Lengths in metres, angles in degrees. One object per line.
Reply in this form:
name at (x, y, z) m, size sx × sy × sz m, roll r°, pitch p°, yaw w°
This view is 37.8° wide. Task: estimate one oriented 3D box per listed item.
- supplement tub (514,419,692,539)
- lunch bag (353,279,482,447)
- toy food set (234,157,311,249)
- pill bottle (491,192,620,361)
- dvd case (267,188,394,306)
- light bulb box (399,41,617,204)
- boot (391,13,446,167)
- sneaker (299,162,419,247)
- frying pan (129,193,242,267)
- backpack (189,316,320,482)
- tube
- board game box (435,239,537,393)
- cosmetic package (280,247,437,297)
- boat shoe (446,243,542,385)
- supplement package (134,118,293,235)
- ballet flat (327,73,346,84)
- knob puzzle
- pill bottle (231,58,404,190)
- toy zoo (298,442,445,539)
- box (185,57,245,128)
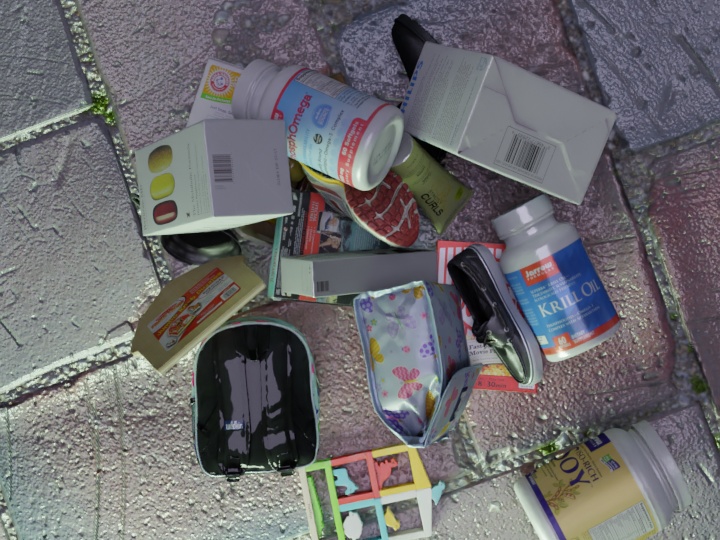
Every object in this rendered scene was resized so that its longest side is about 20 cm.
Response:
supplement tub at (0.321, 0.301, 1.396) m, size 0.198 × 0.145 × 0.147 m, roll -29°, pitch 88°, yaw 2°
lunch bag at (0.082, 0.120, 1.350) m, size 0.126 × 0.169 × 0.203 m, roll -11°, pitch 83°, yaw 19°
toy food set at (-0.089, -0.125, 1.414) m, size 0.060 × 0.143 × 0.202 m, roll 18°, pitch 89°, yaw 33°
pill bottle at (0.249, 0.006, 1.373) m, size 0.111 × 0.112 × 0.202 m, roll -28°, pitch 92°, yaw 2°
dvd case at (-0.029, -0.026, 1.420) m, size 0.198 × 0.022 × 0.148 m, roll 6°, pitch 90°, yaw -33°
light bulb box at (0.177, -0.190, 1.331) m, size 0.196 × 0.200 × 0.126 m, roll 19°, pitch 98°, yaw -24°
boot at (0.068, -0.230, 1.450) m, size 0.162 × 0.073 × 0.199 m, roll -42°, pitch 92°, yaw 1°
sneaker at (0.001, -0.100, 1.348) m, size 0.078 × 0.082 × 0.200 m, roll -40°, pitch 68°, yaw -14°
frying pan at (-0.248, -0.053, 1.430) m, size 0.189 × 0.115 × 0.031 m, roll 26°, pitch 55°, yaw -27°
backpack at (-0.140, 0.163, 1.414) m, size 0.175 × 0.151 × 0.203 m, roll -5°, pitch 97°, yaw -3°
tube at (0.091, -0.117, 1.400) m, size 0.057 × 0.200 × 0.053 m, roll -16°, pitch 61°, yaw 23°
board game box at (0.173, 0.062, 1.454) m, size 0.149 × 0.046 × 0.203 m, roll 3°, pitch 89°, yaw 2°
cosmetic package at (0.000, 0.000, 1.381) m, size 0.198 × 0.082 × 0.051 m, roll -5°, pitch 94°, yaw -35°
boat shoe at (0.172, 0.065, 1.382) m, size 0.066 × 0.070 × 0.202 m, roll -24°, pitch 92°, yaw -27°
supplement package at (-0.181, -0.108, 1.269) m, size 0.108 × 0.199 × 0.115 m, roll -5°, pitch 88°, yaw -35°
ballet flat at (0.007, -0.175, 1.387) m, size 0.072 × 0.068 × 0.201 m, roll -41°, pitch 104°, yaw -20°
knob puzzle at (-0.224, 0.054, 1.412) m, size 0.218 × 0.220 × 0.031 m, roll -35°, pitch 118°, yaw 2°
pill bottle at (-0.054, -0.184, 1.285) m, size 0.198 × 0.109 × 0.110 m, roll 26°, pitch 91°, yaw 17°
toy zoo at (0.021, 0.317, 1.471) m, size 0.197 × 0.020 × 0.133 m, roll -12°, pitch 89°, yaw 2°
box at (-0.180, -0.171, 1.437) m, size 0.100 × 0.112 × 0.202 m, roll 19°, pitch 91°, yaw 7°
